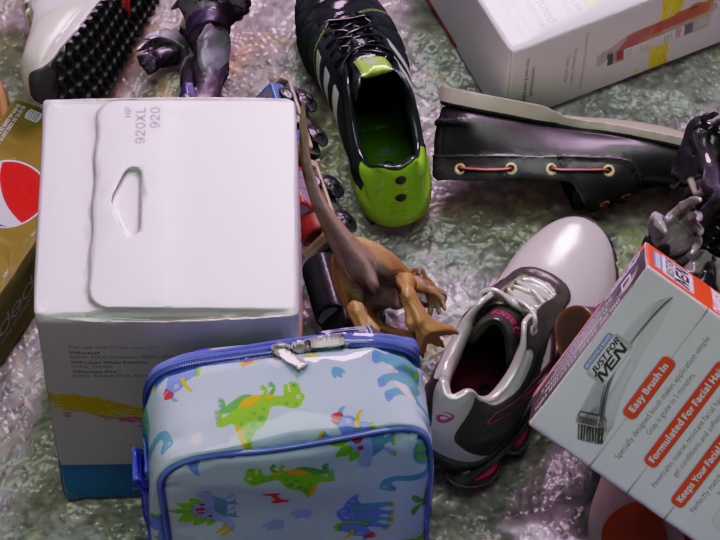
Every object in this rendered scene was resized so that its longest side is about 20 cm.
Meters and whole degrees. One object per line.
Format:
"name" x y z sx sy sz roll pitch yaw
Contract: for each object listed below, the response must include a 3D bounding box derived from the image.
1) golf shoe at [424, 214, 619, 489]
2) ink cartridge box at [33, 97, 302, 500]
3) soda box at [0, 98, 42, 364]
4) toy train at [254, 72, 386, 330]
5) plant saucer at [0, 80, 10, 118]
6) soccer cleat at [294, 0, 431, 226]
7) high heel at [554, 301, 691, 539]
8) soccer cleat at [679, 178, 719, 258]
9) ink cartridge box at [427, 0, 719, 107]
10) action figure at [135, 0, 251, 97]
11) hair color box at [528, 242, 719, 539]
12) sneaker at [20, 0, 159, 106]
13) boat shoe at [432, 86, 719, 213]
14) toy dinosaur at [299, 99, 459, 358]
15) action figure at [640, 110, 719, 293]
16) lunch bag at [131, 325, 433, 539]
"golf shoe" 0.099 0.035 1.557 0.077 0.088 0.200 23 59 16
"ink cartridge box" -0.105 0.017 1.497 0.144 0.200 0.148 -1 58 -2
"soda box" -0.226 -0.003 1.590 0.068 0.064 0.200 22 60 14
"toy train" -0.032 -0.040 1.625 0.046 0.034 0.201 11 49 -39
"plant saucer" -0.320 -0.091 1.661 0.199 0.038 0.201 0 58 0
"soccer cleat" 0.005 -0.121 1.657 0.067 0.081 0.201 -12 58 -9
"high heel" 0.173 0.111 1.529 0.067 0.096 0.201 -17 79 35
"soccer cleat" 0.275 0.014 1.593 0.073 0.068 0.200 -26 59 -36
"ink cartridge box" 0.150 -0.203 1.710 0.199 0.084 0.145 -22 60 -14
"action figure" -0.097 -0.138 1.649 0.069 0.130 0.201 9 63 -15
"hair color box" 0.203 0.089 1.425 0.200 0.064 0.111 35 104 -4
"sneaker" -0.193 -0.168 1.681 0.093 0.071 0.200 9 40 13
"boat shoe" 0.143 -0.068 1.641 0.201 0.074 0.063 8 93 -7
"toy dinosaur" 0.000 0.000 1.504 0.060 0.200 0.106 -31 60 5
"action figure" 0.204 0.002 1.495 0.119 0.102 0.201 24 59 -12
"lunch bag" -0.043 0.113 1.437 0.160 0.200 0.083 -8 57 -5
